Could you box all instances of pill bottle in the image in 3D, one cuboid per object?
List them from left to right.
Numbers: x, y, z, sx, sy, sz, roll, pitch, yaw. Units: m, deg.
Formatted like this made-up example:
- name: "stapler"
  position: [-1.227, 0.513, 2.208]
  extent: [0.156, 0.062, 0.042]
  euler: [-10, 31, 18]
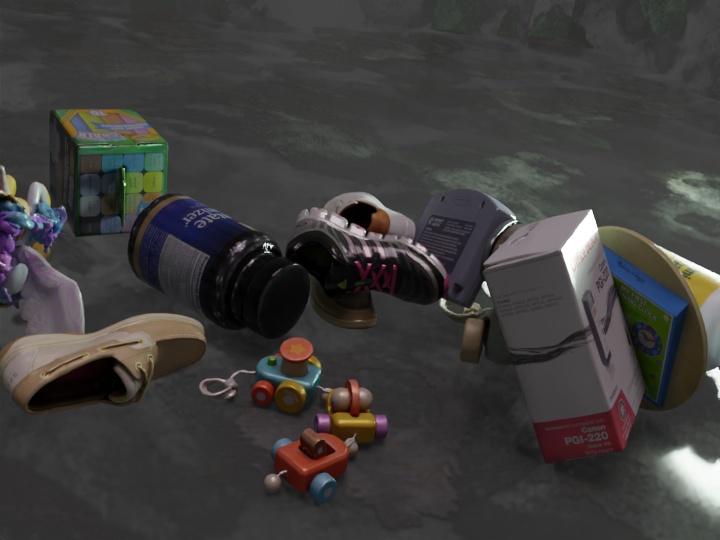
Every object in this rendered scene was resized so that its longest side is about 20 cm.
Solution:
- name: "pill bottle"
  position: [-0.156, -0.003, 0.993]
  extent: [0.198, 0.114, 0.111]
  euler: [25, 28, 31]
- name: "pill bottle"
  position: [0.395, 0.050, 1.089]
  extent: [0.111, 0.114, 0.199]
  euler: [-10, 31, -37]

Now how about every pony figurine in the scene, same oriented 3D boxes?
- name: "pony figurine"
  position: [-0.344, -0.003, 0.867]
  extent: [0.164, 0.197, 0.200]
  euler: [6, 5, -16]

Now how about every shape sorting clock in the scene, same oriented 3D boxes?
- name: "shape sorting clock"
  position: [0.282, 0.050, 0.939]
  extent: [0.039, 0.203, 0.200]
  euler: [-23, 36, -22]

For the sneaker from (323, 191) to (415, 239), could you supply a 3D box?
- name: "sneaker"
  position: [-0.011, -0.075, 1.203]
  extent: [0.084, 0.074, 0.199]
  euler: [19, -1, -34]

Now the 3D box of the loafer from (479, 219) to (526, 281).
- name: "loafer"
  position: [0.189, -0.013, 0.993]
  extent: [0.062, 0.073, 0.199]
  euler: [20, 10, 23]

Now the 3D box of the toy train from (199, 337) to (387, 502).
- name: "toy train"
  position: [-0.057, 0.123, 0.824]
  extent: [0.148, 0.057, 0.199]
  euler: [-10, 31, -38]

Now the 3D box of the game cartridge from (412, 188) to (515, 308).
- name: "game cartridge"
  position: [0.112, -0.033, 1.081]
  extent: [0.040, 0.135, 0.200]
  euler: [24, 0, -20]

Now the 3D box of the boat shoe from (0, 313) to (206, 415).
- name: "boat shoe"
  position: [-0.225, 0.092, 0.820]
  extent: [0.197, 0.075, 0.069]
  euler: [-10, 42, -35]

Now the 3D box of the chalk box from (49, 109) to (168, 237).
- name: "chalk box"
  position: [-0.328, -0.125, 1.183]
  extent: [0.122, 0.126, 0.200]
  euler: [-6, 29, -31]

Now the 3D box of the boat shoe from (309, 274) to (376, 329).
- name: "boat shoe"
  position: [-0.029, 0.004, 1.085]
  extent: [0.070, 0.066, 0.200]
  euler: [0, 27, -21]

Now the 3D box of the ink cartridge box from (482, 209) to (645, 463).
- name: "ink cartridge box"
  position: [0.202, 0.059, 0.872]
  extent: [0.084, 0.203, 0.145]
  euler: [-16, 10, 30]

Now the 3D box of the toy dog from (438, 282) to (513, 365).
- name: "toy dog"
  position: [0.171, 0.043, 1.038]
  extent: [0.129, 0.098, 0.201]
  euler: [6, 24, -9]

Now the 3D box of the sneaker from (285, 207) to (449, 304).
- name: "sneaker"
  position: [0.000, 0.000, 1.000]
  extent: [0.197, 0.075, 0.088]
  euler: [23, 44, 14]
